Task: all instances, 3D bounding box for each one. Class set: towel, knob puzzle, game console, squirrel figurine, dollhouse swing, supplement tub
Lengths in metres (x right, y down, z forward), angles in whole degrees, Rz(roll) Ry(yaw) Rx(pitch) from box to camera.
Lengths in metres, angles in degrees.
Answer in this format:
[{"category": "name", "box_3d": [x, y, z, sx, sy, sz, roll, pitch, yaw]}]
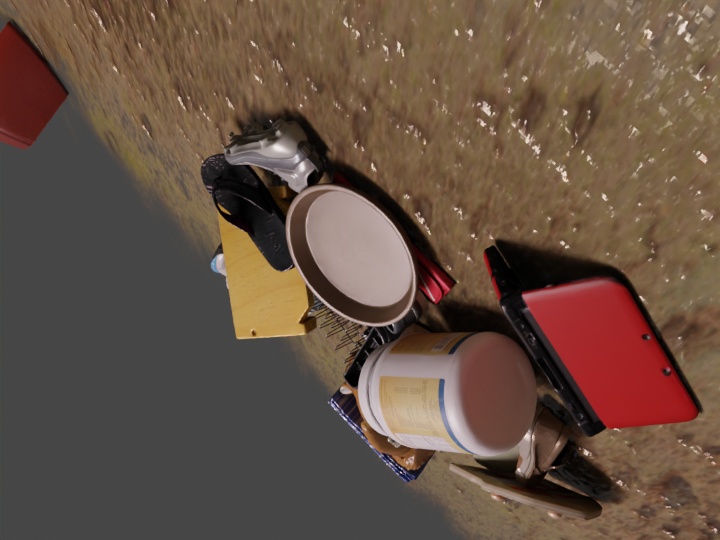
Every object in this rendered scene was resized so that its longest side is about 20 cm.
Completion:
[{"category": "towel", "box_3d": [0.050, 0.256, 1.861, 0.200, 0.145, 0.024, 45, 131, 2]}, {"category": "knob puzzle", "box_3d": [0.243, 0.315, 1.478, 0.216, 0.031, 0.220, 14, 179, 0]}, {"category": "game console", "box_3d": [0.229, 0.060, 1.090, 0.201, 0.118, 0.173, 54, -167, -27]}, {"category": "squirrel figurine", "box_3d": [0.044, 0.225, 1.778, 0.186, 0.141, 0.201, 37, 161, 50]}, {"category": "dollhouse swing", "box_3d": [-0.103, -0.019, 1.550, 0.180, 0.175, 0.203, -5, 95, 35]}, {"category": "supplement tub", "box_3d": [0.104, 0.150, 1.334, 0.199, 0.145, 0.145, -5, 130, 52]}]

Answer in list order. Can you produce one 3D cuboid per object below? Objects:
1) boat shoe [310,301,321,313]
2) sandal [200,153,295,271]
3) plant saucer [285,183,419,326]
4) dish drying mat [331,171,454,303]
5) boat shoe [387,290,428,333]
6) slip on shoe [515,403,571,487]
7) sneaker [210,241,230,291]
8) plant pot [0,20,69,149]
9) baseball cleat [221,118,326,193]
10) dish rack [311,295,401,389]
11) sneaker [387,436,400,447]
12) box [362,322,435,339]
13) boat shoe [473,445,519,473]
[{"category": "boat shoe", "box_3d": [-0.108, -0.022, 1.718, 0.061, 0.073, 0.201, -21, 113, 25]}, {"category": "sandal", "box_3d": [-0.151, -0.083, 1.436, 0.201, 0.076, 0.048, 47, -149, 19]}, {"category": "plant saucer", "box_3d": [-0.007, -0.022, 1.338, 0.198, 0.029, 0.202, 22, 133, 26]}, {"category": "dish drying mat", "box_3d": [0.034, -0.039, 1.342, 0.200, 0.018, 0.077, 44, 165, 4]}, {"category": "boat shoe", "box_3d": [0.000, 0.000, 1.419, 0.200, 0.062, 0.073, 44, 164, 6]}, {"category": "slip on shoe", "box_3d": [0.245, 0.238, 1.415, 0.060, 0.077, 0.201, 20, 151, 20]}, {"category": "sneaker", "box_3d": [-0.217, 0.002, 2.029, 0.086, 0.075, 0.200, 31, 168, 20]}, {"category": "plant pot", "box_3d": [-0.706, -0.354, 2.178, 0.176, 0.201, 0.199, 38, 168, -21]}, {"category": "baseball cleat", "box_3d": [-0.110, -0.138, 1.373, 0.107, 0.070, 0.199, 51, 164, -19]}, {"category": "dish rack", "box_3d": [-0.024, 0.050, 1.526, 0.201, 0.054, 0.154, 54, 146, 17]}, {"category": "sneaker", "box_3d": [0.056, 0.193, 1.512, 0.077, 0.089, 0.201, 34, 160, 33]}, {"category": "box", "box_3d": [0.102, 0.141, 1.542, 0.199, 0.060, 0.117, 29, 158, 46]}, {"category": "boat shoe", "box_3d": [0.193, 0.218, 1.465, 0.070, 0.063, 0.201, 10, 149, 11]}]
